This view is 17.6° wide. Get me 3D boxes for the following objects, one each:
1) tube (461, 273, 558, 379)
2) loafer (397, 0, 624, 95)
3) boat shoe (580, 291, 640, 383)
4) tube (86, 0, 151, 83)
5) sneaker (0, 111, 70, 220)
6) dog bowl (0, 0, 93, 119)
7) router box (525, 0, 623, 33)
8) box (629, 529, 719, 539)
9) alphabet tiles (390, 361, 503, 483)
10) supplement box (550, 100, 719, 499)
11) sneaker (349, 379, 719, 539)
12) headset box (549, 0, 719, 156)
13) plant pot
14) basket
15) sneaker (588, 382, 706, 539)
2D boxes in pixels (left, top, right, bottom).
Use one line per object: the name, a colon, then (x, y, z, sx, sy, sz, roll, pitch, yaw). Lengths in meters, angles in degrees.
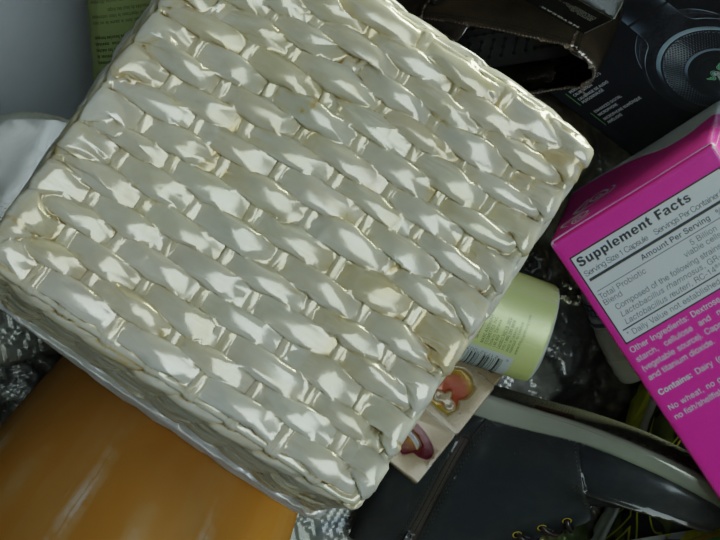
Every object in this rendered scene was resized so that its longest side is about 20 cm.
tube: (0.000, 0.000, 1.174, 0.199, 0.052, 0.058, 17, 89, -6)
loafer: (0.033, -0.109, 1.163, 0.199, 0.072, 0.073, -12, 134, 16)
boat shoe: (0.222, 0.006, 1.314, 0.199, 0.071, 0.070, -25, 105, -17)
tube: (-0.103, -0.145, 1.091, 0.052, 0.058, 0.201, -10, 96, -26)
sneaker: (-0.103, -0.008, 1.108, 0.200, 0.088, 0.075, 31, 84, -16)
dog bowl: (-0.154, -0.139, 1.140, 0.199, 0.079, 0.201, -2, 94, -22)
router box: (0.059, -0.226, 1.059, 0.200, 0.052, 0.158, 29, 83, -9)
box: (0.159, 0.205, 1.257, 0.199, 0.048, 0.118, -11, 107, 7)
alphabet tiles: (-0.016, 0.009, 1.211, 0.200, 0.008, 0.167, 40, 77, 0)
supplement box: (0.196, 0.028, 1.191, 0.103, 0.101, 0.200, -31, 97, 19)
sneaker: (0.098, 0.127, 1.246, 0.199, 0.075, 0.107, 18, 95, 10)
headset box: (0.172, -0.152, 1.215, 0.200, 0.174, 0.093, 36, 51, -21)
plant pot: (-0.117, 0.131, 1.112, 0.200, 0.200, 0.184, 33, 76, -21)
basket: (-0.038, -0.025, 0.991, 0.200, 0.161, 0.199, 34, 82, -3)
sneaker: (0.174, 0.149, 1.294, 0.074, 0.085, 0.201, 10, 89, -22)
